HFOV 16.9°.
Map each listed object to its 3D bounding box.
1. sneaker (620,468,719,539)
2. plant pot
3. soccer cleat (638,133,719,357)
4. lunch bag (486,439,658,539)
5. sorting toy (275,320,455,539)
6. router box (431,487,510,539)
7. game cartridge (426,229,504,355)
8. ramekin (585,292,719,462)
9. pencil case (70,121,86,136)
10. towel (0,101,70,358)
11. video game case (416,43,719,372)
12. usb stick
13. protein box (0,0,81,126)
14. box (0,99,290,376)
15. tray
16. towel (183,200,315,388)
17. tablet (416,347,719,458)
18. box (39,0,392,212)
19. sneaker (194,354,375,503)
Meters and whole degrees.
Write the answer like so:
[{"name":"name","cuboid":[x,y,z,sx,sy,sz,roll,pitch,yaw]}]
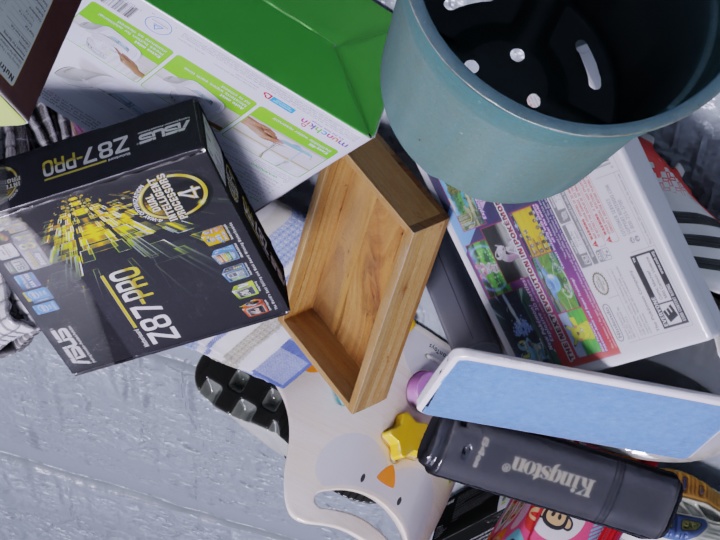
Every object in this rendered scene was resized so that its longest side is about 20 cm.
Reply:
[{"name":"sneaker","cuboid":[0.295,0.218,1.960,0.200,0.075,0.088,22,148,-3]},{"name":"plant pot","cuboid":[0.100,-0.135,1.346,0.200,0.201,0.196,21,160,-4]},{"name":"soccer cleat","cuboid":[0.189,-0.022,1.573,0.200,0.085,0.069,37,149,-10]},{"name":"lunch bag","cuboid":[0.165,0.169,1.864,0.082,0.176,0.200,29,173,-1]},{"name":"sorting toy","cuboid":[0.016,0.140,1.891,0.200,0.180,0.107,34,150,-26]},{"name":"router box","cuboid":[0.170,0.223,2.078,0.149,0.051,0.200,26,152,-15]},{"name":"game cartridge","cuboid":[0.088,0.069,1.776,0.041,0.133,0.200,-18,145,3]},{"name":"ramekin","cuboid":[0.199,0.051,1.694,0.200,0.105,0.200,15,152,8]},{"name":"pencil case","cuboid":[-0.153,-0.072,1.727,0.087,0.083,0.200,42,160,22]},{"name":"towel","cuboid":[-0.265,-0.039,1.746,0.085,0.200,0.166,-6,168,-35]},{"name":"video game case","cuboid":[0.128,-0.030,1.567,0.182,0.023,0.200,-20,98,51]},{"name":"usb stick","cuboid":[0.137,0.145,1.725,0.200,0.056,0.033,18,-163,-19]},{"name":"protein box","cuboid":[-0.272,-0.202,1.436,0.198,0.200,0.135,1,147,31]},{"name":"box","cuboid":[-0.149,-0.018,1.585,0.161,0.049,0.200,-15,145,7]},{"name":"tray","cuboid":[0.000,0.000,1.698,0.099,0.037,0.200,50,146,26]},{"name":"towel","cuboid":[-0.077,0.012,1.783,0.147,0.024,0.200,-40,138,20]},{"name":"tablet","cuboid":[0.146,0.089,1.626,0.200,0.014,0.130,10,159,-8]},{"name":"box","cuboid":[-0.102,-0.138,1.555,0.200,0.097,0.176,30,151,-19]},{"name":"sneaker","cuboid":[-0.041,0.130,2.016,0.200,0.074,0.089,34,173,21]}]
